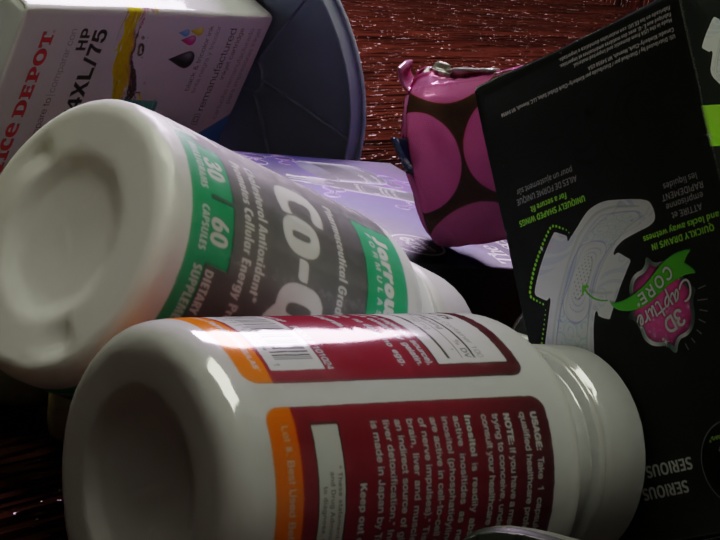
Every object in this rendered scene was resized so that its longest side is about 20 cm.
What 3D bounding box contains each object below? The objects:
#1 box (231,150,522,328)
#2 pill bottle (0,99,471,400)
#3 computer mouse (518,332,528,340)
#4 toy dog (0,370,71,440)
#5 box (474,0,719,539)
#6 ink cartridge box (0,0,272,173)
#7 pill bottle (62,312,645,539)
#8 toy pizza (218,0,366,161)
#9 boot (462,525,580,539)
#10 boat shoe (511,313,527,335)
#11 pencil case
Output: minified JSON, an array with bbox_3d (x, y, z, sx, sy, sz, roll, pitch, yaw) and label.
[{"bbox_3d":[0.000,0.000,1.042,0.141,0.079,0.200,0,19,-31],"label":"box"},{"bbox_3d":[-0.048,0.016,0.786,0.113,0.113,0.200,26,2,44],"label":"pill bottle"},{"bbox_3d":[0.082,0.064,0.897,0.200,0.044,0.110,14,48,16],"label":"computer mouse"},{"bbox_3d":[-0.142,0.002,0.876,0.132,0.097,0.200,8,15,-18],"label":"toy dog"},{"bbox_3d":[0.156,0.002,0.786,0.148,0.200,0.124,-5,-10,-38],"label":"box"},{"bbox_3d":[-0.190,-0.129,1.173,0.146,0.147,0.200,41,28,29],"label":"ink cartridge box"},{"bbox_3d":[0.004,0.072,0.701,0.200,0.113,0.113,0,19,-39],"label":"pill bottle"},{"bbox_3d":[-0.059,-0.129,1.233,0.032,0.201,0.200,-22,34,-38],"label":"toy pizza"},{"bbox_3d":[0.122,0.132,0.693,0.200,0.068,0.131,20,11,1],"label":"boot"},{"bbox_3d":[0.150,0.043,0.998,0.200,0.071,0.063,9,29,-34],"label":"boat shoe"},{"bbox_3d":[0.118,-0.068,0.936,0.200,0.094,0.091,-8,7,9],"label":"pencil case"}]
